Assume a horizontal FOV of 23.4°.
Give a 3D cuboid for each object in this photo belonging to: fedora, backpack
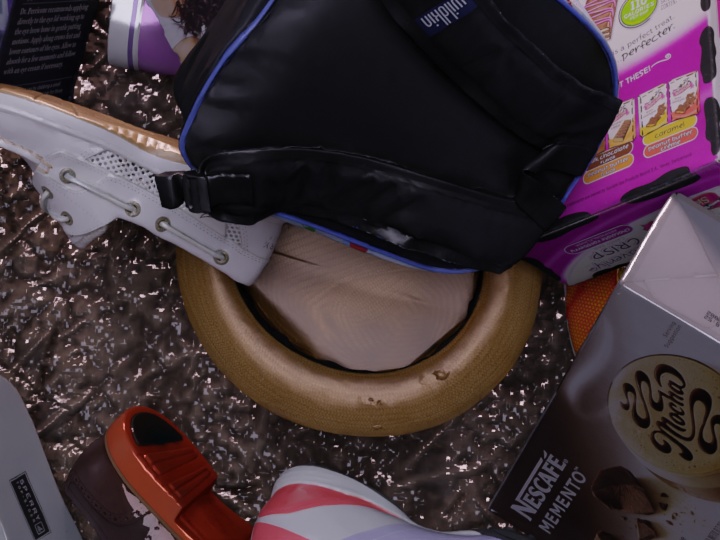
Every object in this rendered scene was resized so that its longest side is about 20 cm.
[{"bbox_3d":[0.000,0.000,0.965,0.199,0.082,0.202,0,81,1],"label":"fedora"},{"bbox_3d":[0.023,-0.095,0.849,0.190,0.154,0.200,30,116,-17],"label":"backpack"}]

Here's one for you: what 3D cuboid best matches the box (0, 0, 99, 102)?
[{"bbox_3d":[-0.221,-0.192,0.959,0.147,0.104,0.201,22,107,14],"label":"box"}]

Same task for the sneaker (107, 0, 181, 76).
[{"bbox_3d":[-0.081,-0.212,1.017,0.113,0.073,0.202,5,91,1],"label":"sneaker"}]

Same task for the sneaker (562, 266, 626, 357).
[{"bbox_3d":[0.155,-0.027,0.964,0.072,0.077,0.201,9,83,3],"label":"sneaker"}]

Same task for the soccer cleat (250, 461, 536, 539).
[{"bbox_3d":[0.035,0.170,0.930,0.199,0.068,0.073,20,44,10],"label":"soccer cleat"}]

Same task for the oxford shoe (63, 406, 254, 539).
[{"bbox_3d":[-0.087,0.173,0.959,0.072,0.071,0.200,-40,80,22],"label":"oxford shoe"}]

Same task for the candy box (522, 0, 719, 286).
[{"bbox_3d":[0.145,-0.108,0.923,0.136,0.061,0.201,-22,54,39],"label":"candy box"}]

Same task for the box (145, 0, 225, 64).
[{"bbox_3d":[-0.028,-0.192,0.917,0.200,0.050,0.075,-42,62,18],"label":"box"}]

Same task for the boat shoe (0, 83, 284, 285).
[{"bbox_3d":[-0.136,-0.044,0.892,0.199,0.071,0.070,20,97,-5],"label":"boat shoe"}]

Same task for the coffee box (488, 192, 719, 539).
[{"bbox_3d":[0.156,0.073,0.881,0.113,0.200,0.080,31,48,7],"label":"coffee box"}]

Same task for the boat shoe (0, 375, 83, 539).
[{"bbox_3d":[-0.198,0.157,0.964,0.063,0.071,0.201,-18,89,34],"label":"boat shoe"}]
